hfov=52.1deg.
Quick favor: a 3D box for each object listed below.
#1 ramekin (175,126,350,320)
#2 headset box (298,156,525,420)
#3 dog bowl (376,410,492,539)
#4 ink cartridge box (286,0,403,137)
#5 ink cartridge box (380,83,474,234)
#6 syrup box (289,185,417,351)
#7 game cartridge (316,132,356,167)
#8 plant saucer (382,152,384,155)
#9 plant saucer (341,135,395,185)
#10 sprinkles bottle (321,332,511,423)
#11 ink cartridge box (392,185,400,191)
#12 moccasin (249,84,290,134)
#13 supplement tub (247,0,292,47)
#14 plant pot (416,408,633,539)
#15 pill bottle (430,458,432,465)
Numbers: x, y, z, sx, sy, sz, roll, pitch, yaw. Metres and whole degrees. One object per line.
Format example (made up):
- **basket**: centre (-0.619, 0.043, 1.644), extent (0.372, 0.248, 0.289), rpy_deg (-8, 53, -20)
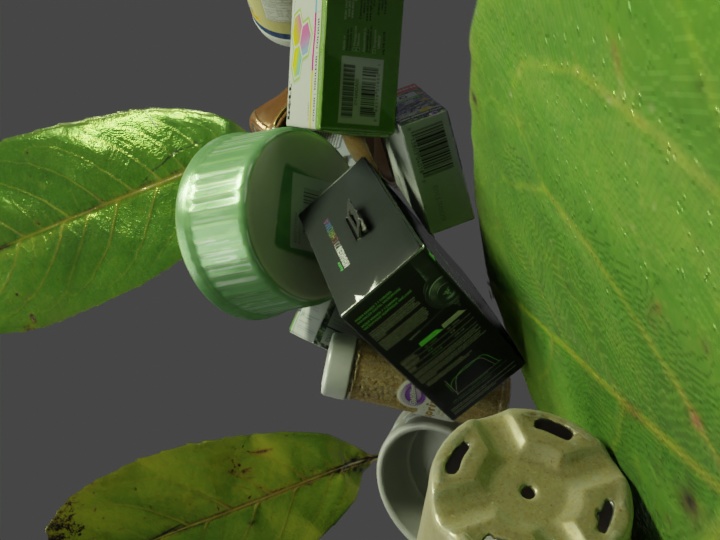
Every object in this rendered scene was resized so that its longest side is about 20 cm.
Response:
- **ramekin**: centre (-0.084, -0.052, 0.772), extent (0.198, 0.097, 0.204), rpy_deg (8, -101, -48)
- **headset box**: centre (0.041, 0.012, 0.698), extent (0.200, 0.092, 0.175), rpy_deg (45, -169, -35)
- **dog bowl**: centre (0.105, 0.249, 0.863), extent (0.058, 0.198, 0.204), rpy_deg (-24, -84, -52)
- **ink cartridge box**: centre (-0.035, -0.210, 0.711), extent (0.199, 0.074, 0.151), rpy_deg (-153, 65, -64)
- **ink cartridge box**: centre (0.056, -0.127, 0.753), extent (0.201, 0.050, 0.111), rpy_deg (-109, 0, -65)
- **syrup box**: centre (0.000, 0.000, 0.869), extent (0.078, 0.203, 0.081), rpy_deg (25, 174, -26)
- **game cartridge**: centre (-0.049, -0.174, 0.969), extent (0.202, 0.131, 0.041), rpy_deg (-79, -24, -48)
- **plant saucer**: centre (-0.038, -0.159, 1.015), extent (0.202, 0.198, 0.039), rpy_deg (-111, -4, -50)
- **plant saucer**: centre (0.003, -0.197, 0.867), extent (0.200, 0.035, 0.204), rpy_deg (-11, -90, -73)
- **sprinkles bottle**: centre (0.059, 0.119, 0.790), extent (0.068, 0.196, 0.070), rpy_deg (-169, 90, -89)
- **ink cartridge box**: centre (-0.027, -0.116, 1.068), extent (0.083, 0.197, 0.148), rpy_deg (71, 179, -49)
- **moccasin**: centre (-0.049, -0.225, 0.939), extent (0.077, 0.200, 0.074), rpy_deg (29, 147, 43)
- **supplement tub**: centre (-0.087, -0.396, 0.907), extent (0.201, 0.142, 0.146), rpy_deg (74, 177, -62)
- **plant pot**: centre (0.114, 0.211, 0.530), extent (0.202, 0.197, 0.186), rpy_deg (-111, 13, -50)
- **pill bottle**: centre (0.133, 0.221, 1.007), extent (0.200, 0.109, 0.113), rpy_deg (-134, 25, -86)
